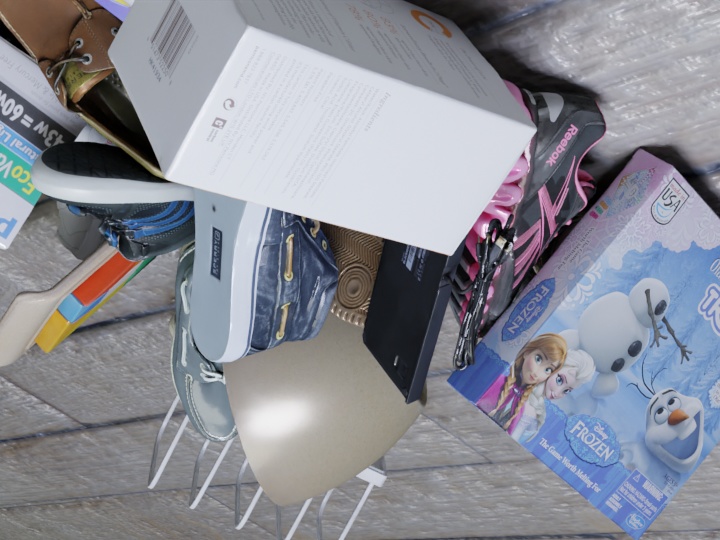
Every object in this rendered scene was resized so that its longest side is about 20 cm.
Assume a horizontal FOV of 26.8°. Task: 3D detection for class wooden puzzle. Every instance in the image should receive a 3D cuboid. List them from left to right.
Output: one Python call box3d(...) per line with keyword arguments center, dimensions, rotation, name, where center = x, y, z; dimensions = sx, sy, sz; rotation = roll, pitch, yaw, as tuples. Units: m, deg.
box3d(center=(-0.201, 0.001, 1.204), dimensions=(0.037, 0.200, 0.185), rotation=(51, 150, 0), name="wooden puzzle")

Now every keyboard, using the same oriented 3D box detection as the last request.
box3d(center=(0.052, -0.003, 0.953), dimensions=(0.020, 0.127, 0.201), rotation=(-5, 126, -28), name="keyboard")

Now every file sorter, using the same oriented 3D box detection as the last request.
box3d(center=(-0.094, 0.176, 1.457), dimensions=(0.199, 0.125, 0.139), rotation=(26, -165, -11), name="file sorter")

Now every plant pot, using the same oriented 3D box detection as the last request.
box3d(center=(-0.020, 0.083, 1.251), dimensions=(0.134, 0.201, 0.201), rotation=(-13, 145, 12), name="plant pot")

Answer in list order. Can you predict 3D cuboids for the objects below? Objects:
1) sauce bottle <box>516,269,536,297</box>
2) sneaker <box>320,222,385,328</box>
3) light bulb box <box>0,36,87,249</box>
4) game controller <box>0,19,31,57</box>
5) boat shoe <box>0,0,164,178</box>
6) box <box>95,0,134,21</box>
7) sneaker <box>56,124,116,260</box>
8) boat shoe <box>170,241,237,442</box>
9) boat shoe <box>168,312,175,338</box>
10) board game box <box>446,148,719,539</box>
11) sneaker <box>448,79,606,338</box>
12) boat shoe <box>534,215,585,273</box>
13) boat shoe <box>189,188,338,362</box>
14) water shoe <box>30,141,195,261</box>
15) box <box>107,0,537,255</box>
box3d(center=(0.073, -0.040, 1.066), dimensions=(0.066, 0.066, 0.200), rotation=(0, 149, 35), name="sauce bottle")
box3d(center=(0.000, 0.000, 1.125), dimensions=(0.200, 0.070, 0.108), rotation=(29, -179, 41), name="sneaker")
box3d(center=(-0.325, -0.118, 1.072), dimensions=(0.198, 0.125, 0.200), rotation=(37, 164, -26), name="light bulb box")
box3d(center=(-0.172, -0.137, 1.095), dimensions=(0.199, 0.042, 0.104), rotation=(21, 168, 0), name="game controller")
box3d(center=(-0.175, -0.141, 1.003), dimensions=(0.200, 0.068, 0.072), rotation=(39, 126, -14), name="boat shoe")
box3d(center=(-0.117, -0.216, 0.884), dimensions=(0.117, 0.049, 0.200), rotation=(35, 149, -28), name="box")
box3d(center=(-0.218, -0.078, 1.207), dimensions=(0.099, 0.078, 0.200), rotation=(41, 150, -5), name="sneaker")
box3d(center=(-0.130, 0.070, 1.307), dimensions=(0.072, 0.062, 0.201), rotation=(-2, 116, -5), name="boat shoe")
box3d(center=(-0.082, 0.079, 1.402), dimensions=(0.199, 0.072, 0.065), rotation=(32, 131, 3), name="boat shoe")
box3d(center=(0.188, 0.055, 1.022), dimensions=(0.200, 0.199, 0.043), rotation=(40, 179, -35), name="board game box")
box3d(center=(0.108, -0.035, 0.985), dimensions=(0.095, 0.079, 0.201), rotation=(-6, 134, -20), name="sneaker")
box3d(center=(0.197, 0.011, 1.083), dimensions=(0.200, 0.075, 0.073), rotation=(34, 177, -34), name="boat shoe")
box3d(center=(-0.061, -0.037, 1.024), dimensions=(0.071, 0.091, 0.201), rotation=(34, 124, 42), name="boat shoe")
box3d(center=(-0.155, -0.040, 1.064), dimensions=(0.071, 0.079, 0.200), rotation=(31, -163, 30), name="water shoe")
box3d(center=(-0.022, -0.101, 0.850), dimensions=(0.199, 0.125, 0.098), rotation=(14, 121, -35), name="box")
